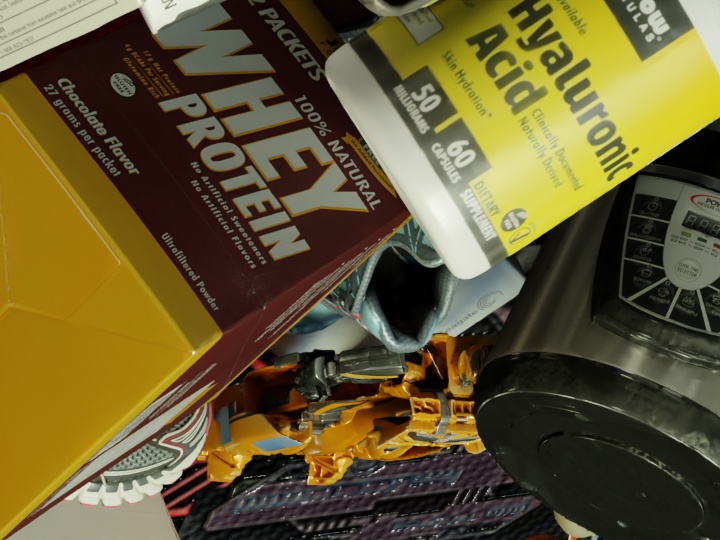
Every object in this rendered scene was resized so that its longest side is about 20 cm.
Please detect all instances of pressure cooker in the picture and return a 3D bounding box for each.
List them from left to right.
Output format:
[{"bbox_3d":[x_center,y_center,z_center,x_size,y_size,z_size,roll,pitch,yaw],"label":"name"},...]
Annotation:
[{"bbox_3d":[0.164,0.023,1.290,0.176,0.201,0.178,43,153,-29],"label":"pressure cooker"}]

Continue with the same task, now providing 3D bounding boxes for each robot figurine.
[{"bbox_3d":[0.006,0.074,1.384,0.144,0.059,0.199,5,166,-36],"label":"robot figurine"}]

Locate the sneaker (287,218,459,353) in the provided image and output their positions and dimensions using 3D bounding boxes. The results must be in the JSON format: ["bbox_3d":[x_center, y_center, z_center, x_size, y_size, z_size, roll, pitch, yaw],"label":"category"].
[{"bbox_3d":[0.000,0.000,1.275,0.079,0.096,0.200,3,155,-26],"label":"sneaker"}]

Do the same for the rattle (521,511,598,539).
[{"bbox_3d":[0.193,0.157,1.654,0.130,0.143,0.201,-18,145,-58],"label":"rattle"}]

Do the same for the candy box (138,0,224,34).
[{"bbox_3d":[-0.030,-0.213,1.040,0.199,0.072,0.168,-25,135,-3],"label":"candy box"}]

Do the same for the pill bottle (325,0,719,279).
[{"bbox_3d":[0.094,-0.094,1.067,0.199,0.112,0.111,-34,146,0],"label":"pill bottle"}]

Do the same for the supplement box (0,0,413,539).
[{"bbox_3d":[-0.105,-0.006,1.137,0.197,0.133,0.200,-42,175,39],"label":"supplement box"}]

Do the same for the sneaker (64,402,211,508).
[{"bbox_3d":[-0.163,0.073,1.350,0.199,0.081,0.075,2,135,-35],"label":"sneaker"}]

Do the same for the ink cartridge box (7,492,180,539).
[{"bbox_3d":[-0.213,0.194,1.474,0.146,0.086,0.200,8,134,-41],"label":"ink cartridge box"}]

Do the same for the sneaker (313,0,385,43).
[{"bbox_3d":[0.032,-0.126,1.218,0.199,0.078,0.082,-16,144,-16],"label":"sneaker"}]

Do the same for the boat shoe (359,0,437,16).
[{"bbox_3d":[0.069,-0.179,1.023,0.201,0.061,0.072,-42,130,12],"label":"boat shoe"}]

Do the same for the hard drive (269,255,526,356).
[{"bbox_3d":[-0.004,-0.003,1.403,0.131,0.027,0.200,-34,146,11],"label":"hard drive"}]

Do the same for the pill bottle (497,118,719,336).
[{"bbox_3d":[0.170,0.003,1.448,0.200,0.111,0.111,-45,142,23],"label":"pill bottle"}]

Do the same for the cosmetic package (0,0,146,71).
[{"bbox_3d":[-0.169,-0.168,0.950,0.103,0.073,0.200,-19,130,29],"label":"cosmetic package"}]
